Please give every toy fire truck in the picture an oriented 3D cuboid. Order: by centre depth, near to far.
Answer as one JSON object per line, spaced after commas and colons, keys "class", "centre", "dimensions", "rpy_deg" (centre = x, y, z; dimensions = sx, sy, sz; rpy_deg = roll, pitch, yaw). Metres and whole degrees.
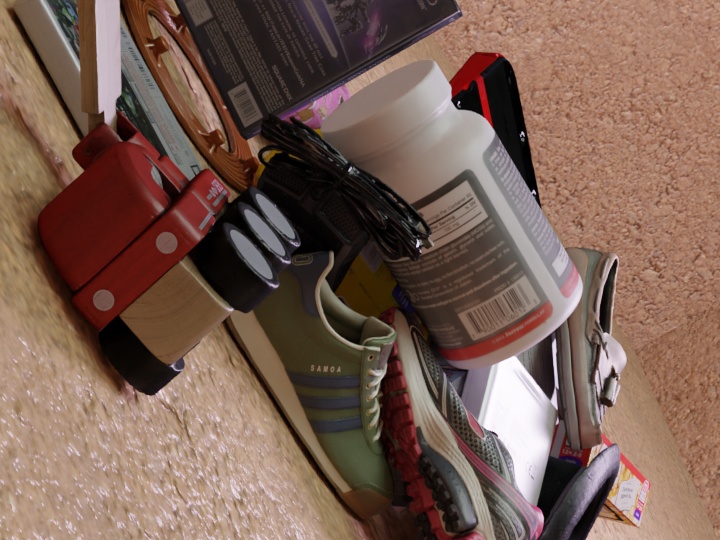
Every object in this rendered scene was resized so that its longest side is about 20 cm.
{"class": "toy fire truck", "centre": [-0.127, -0.058, 1.216], "dimensions": [0.200, 0.129, 0.176], "rpy_deg": [48, 12, -6]}

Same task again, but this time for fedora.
{"class": "fedora", "centre": [0.133, 0.202, 1.754], "dimensions": [0.091, 0.201, 0.201], "rpy_deg": [30, 4, 13]}

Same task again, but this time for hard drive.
{"class": "hard drive", "centre": [0.095, 0.169, 1.608], "dimensions": [0.132, 0.027, 0.201], "rpy_deg": [50, 49, -51]}

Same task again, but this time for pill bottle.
{"class": "pill bottle", "centre": [0.063, -0.040, 1.531], "dimensions": [0.200, 0.116, 0.116], "rpy_deg": [58, 10, -15]}

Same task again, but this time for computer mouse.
{"class": "computer mouse", "centre": [-0.026, -0.037, 1.492], "dimensions": [0.138, 0.053, 0.200], "rpy_deg": [40, -28, -1]}

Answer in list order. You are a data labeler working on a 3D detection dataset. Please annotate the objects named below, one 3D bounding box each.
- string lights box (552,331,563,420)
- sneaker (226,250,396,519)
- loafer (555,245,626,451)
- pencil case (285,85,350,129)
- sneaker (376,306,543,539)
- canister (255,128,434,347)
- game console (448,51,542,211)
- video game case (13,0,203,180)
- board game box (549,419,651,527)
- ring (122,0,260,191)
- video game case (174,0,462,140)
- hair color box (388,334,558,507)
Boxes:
{"class": "string lights box", "centre": [0.116, 0.068, 1.901], "dimensions": [0.200, 0.059, 0.103], "rpy_deg": [13, -29, 43]}
{"class": "sneaker", "centre": [-0.009, 0.073, 1.480], "dimensions": [0.201, 0.090, 0.067], "rpy_deg": [58, 9, -19]}
{"class": "loafer", "centre": [0.187, 0.056, 1.747], "dimensions": [0.072, 0.063, 0.201], "rpy_deg": [82, 4, -48]}
{"class": "pencil case", "centre": [-0.066, -0.170, 1.885], "dimensions": [0.200, 0.082, 0.087], "rpy_deg": [48, 48, -68]}
{"class": "sneaker", "centre": [0.058, 0.117, 1.527], "dimensions": [0.201, 0.074, 0.081], "rpy_deg": [67, -29, 20]}
{"class": "canister", "centre": [0.000, 0.000, 1.735], "dimensions": [0.200, 0.086, 0.149], "rpy_deg": [54, 13, -40]}
{"class": "game console", "centre": [0.099, -0.058, 1.677], "dimensions": [0.177, 0.031, 0.201], "rpy_deg": [-47, 127, -61]}
{"class": "video game case", "centre": [-0.150, -0.091, 1.437], "dimensions": [0.201, 0.023, 0.182], "rpy_deg": [62, 9, -1]}
{"class": "board game box", "centre": [0.162, 0.171, 1.938], "dimensions": [0.200, 0.151, 0.046], "rpy_deg": [44, 61, -62]}
{"class": "ring", "centre": [-0.130, -0.152, 1.720], "dimensions": [0.201, 0.019, 0.201], "rpy_deg": [58, 11, -18]}
{"class": "video game case", "centre": [-0.037, -0.213, 1.722], "dimensions": [0.143, 0.200, 0.019], "rpy_deg": [63, 8, 16]}
{"class": "hair color box", "centre": [0.088, 0.104, 1.682], "dimensions": [0.200, 0.060, 0.099], "rpy_deg": [-31, 119, -59]}
